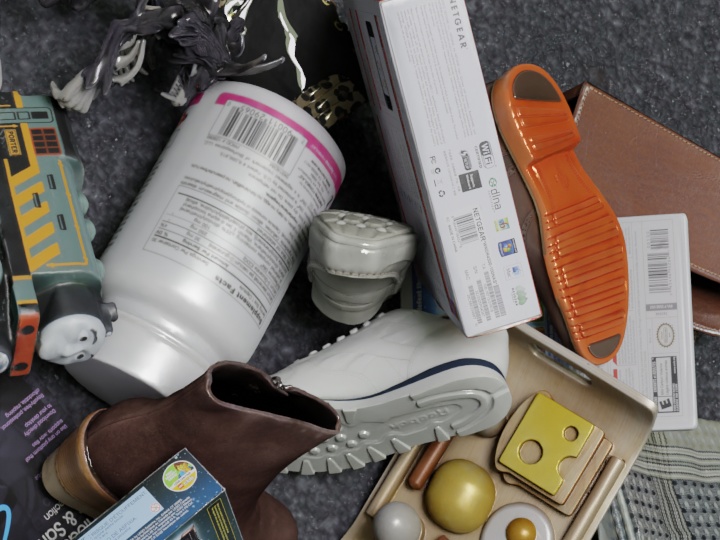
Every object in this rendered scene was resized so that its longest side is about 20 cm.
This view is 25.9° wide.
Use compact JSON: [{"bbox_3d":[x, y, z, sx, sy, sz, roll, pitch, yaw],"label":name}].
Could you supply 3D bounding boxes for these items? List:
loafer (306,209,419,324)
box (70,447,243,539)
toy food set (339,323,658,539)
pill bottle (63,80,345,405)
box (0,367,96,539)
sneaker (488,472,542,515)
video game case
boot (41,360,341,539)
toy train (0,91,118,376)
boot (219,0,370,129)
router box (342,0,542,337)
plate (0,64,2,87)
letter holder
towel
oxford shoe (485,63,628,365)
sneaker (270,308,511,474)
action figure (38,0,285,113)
[{"bbox_3d":[0.000,0.000,0.987,0.069,0.200,0.071,11,91,5],"label":"loafer"},{"bbox_3d":[-0.121,0.203,0.885,0.136,0.201,0.038,-39,58,-20],"label":"box"},{"bbox_3d":[0.083,0.137,1.009,0.143,0.060,0.201,30,85,20],"label":"toy food set"},{"bbox_3d":[-0.099,-0.008,0.982,0.113,0.113,0.201,34,68,-15],"label":"pill bottle"},{"bbox_3d":[-0.220,0.127,0.915,0.201,0.036,0.143,54,41,-8],"label":"box"},{"bbox_3d":[0.154,0.193,1.096,0.200,0.077,0.087,42,48,-15],"label":"sneaker"},{"bbox_3d":[0.125,0.039,1.063,0.197,0.018,0.145,-3,80,15],"label":"video game case"},{"bbox_3d":[-0.069,0.123,0.917,0.199,0.165,0.073,27,49,-39],"label":"boot"},{"bbox_3d":[-0.211,-0.025,0.920,0.113,0.086,0.201,-5,51,-23],"label":"toy train"},{"bbox_3d":[-0.028,-0.185,1.074,0.199,0.073,0.151,-39,96,-23],"label":"boot"},{"bbox_3d":[0.046,-0.078,0.964,0.048,0.180,0.202,-16,103,-4],"label":"router box"},{"bbox_3d":[-0.327,-0.202,0.960,0.198,0.032,0.202,-6,83,-26],"label":"plate"},{"bbox_3d":[0.197,-0.019,1.133,0.199,0.100,0.144,26,72,-18],"label":"letter holder"},{"bbox_3d":[0.225,0.179,1.089,0.199,0.034,0.195,15,56,-39],"label":"towel"},{"bbox_3d":[0.121,-0.032,1.043,0.071,0.073,0.202,-11,83,-39],"label":"oxford shoe"},{"bbox_3d":[0.001,0.072,1.006,0.198,0.077,0.081,-12,52,12],"label":"sneaker"},{"bbox_3d":[-0.149,-0.153,0.979,0.199,0.103,0.119,33,20,11],"label":"action figure"}]
